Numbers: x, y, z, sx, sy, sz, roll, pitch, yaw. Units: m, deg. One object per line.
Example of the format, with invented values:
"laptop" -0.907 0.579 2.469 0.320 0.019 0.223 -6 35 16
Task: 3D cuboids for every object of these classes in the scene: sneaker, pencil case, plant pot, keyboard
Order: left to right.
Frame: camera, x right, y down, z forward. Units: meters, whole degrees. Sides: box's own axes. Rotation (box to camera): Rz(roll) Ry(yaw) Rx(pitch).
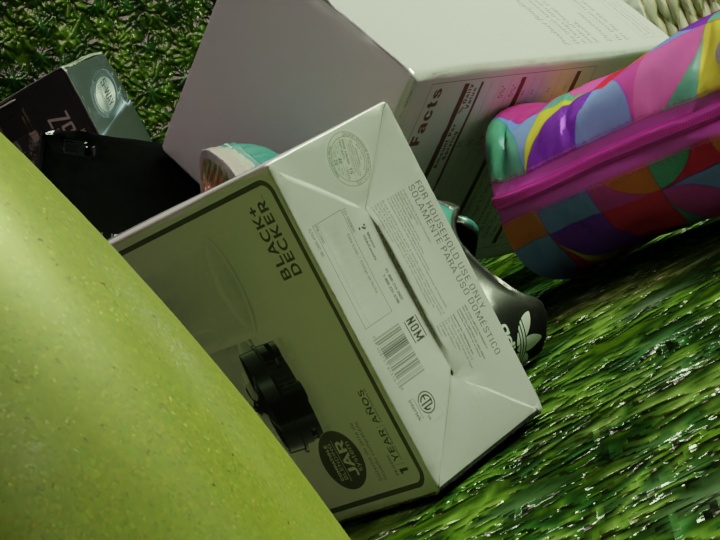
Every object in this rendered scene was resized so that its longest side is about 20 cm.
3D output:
"plant pot" -0.120 0.041 0.547 0.186 0.201 0.187 -28 4 2
"keyboard" -0.118 0.007 0.905 0.103 0.040 0.201 10 33 -11
"sneaker" 0.000 0.000 0.847 0.079 0.072 0.200 -12 30 -24
"pencil case" 0.131 -0.057 0.852 0.088 0.089 0.200 -31 3 -36

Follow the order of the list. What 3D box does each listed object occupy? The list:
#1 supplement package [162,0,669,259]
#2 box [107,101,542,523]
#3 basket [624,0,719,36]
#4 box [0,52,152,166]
"supplement package" 0.030 -0.081 0.986 0.199 0.117 0.118 -11 -45 -47
"box" -0.047 0.033 0.728 0.199 0.117 0.060 -25 5 46
"basket" 0.244 -0.228 1.392 0.160 0.201 0.198 -20 8 24
"box" -0.157 0.008 1.133 0.160 0.201 0.044 -26 5 28
